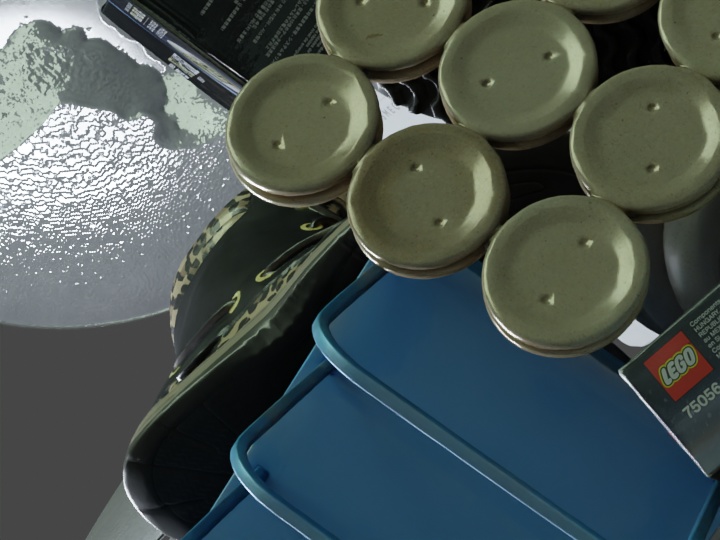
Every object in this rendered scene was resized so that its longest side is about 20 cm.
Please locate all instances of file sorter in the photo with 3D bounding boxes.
[{"bbox_3d":[0.003,0.113,0.809,0.201,0.138,0.123,-58,-7,21],"label":"file sorter"}]

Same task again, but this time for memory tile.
[{"bbox_3d":[0.063,-0.078,0.806,0.200,0.153,0.017,-54,-27,-15],"label":"memory tile"}]

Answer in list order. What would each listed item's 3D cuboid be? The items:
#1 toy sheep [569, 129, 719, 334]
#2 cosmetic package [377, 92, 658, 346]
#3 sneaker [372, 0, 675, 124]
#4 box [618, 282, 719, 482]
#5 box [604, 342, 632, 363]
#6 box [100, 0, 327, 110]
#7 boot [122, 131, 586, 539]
[{"bbox_3d":[0.140,-0.032,0.914,0.138,0.138,0.200,-51,24,1],"label":"toy sheep"},{"bbox_3d":[0.115,-0.101,1.121,0.165,0.200,0.165,-54,6,-20],"label":"cosmetic package"},{"bbox_3d":[0.089,-0.104,0.887,0.199,0.071,0.093,-16,16,8],"label":"sneaker"},{"bbox_3d":[0.163,-0.018,0.718,0.200,0.040,0.137,-41,-13,5],"label":"box"},{"bbox_3d":[0.005,0.126,1.010,0.200,0.124,0.197,-48,10,33],"label":"box"},{"bbox_3d":[-0.010,-0.161,1.042,0.200,0.086,0.164,-54,7,-3],"label":"box"},{"bbox_3d":[0.000,0.000,0.939,0.200,0.073,0.151,-41,17,13],"label":"boot"}]
